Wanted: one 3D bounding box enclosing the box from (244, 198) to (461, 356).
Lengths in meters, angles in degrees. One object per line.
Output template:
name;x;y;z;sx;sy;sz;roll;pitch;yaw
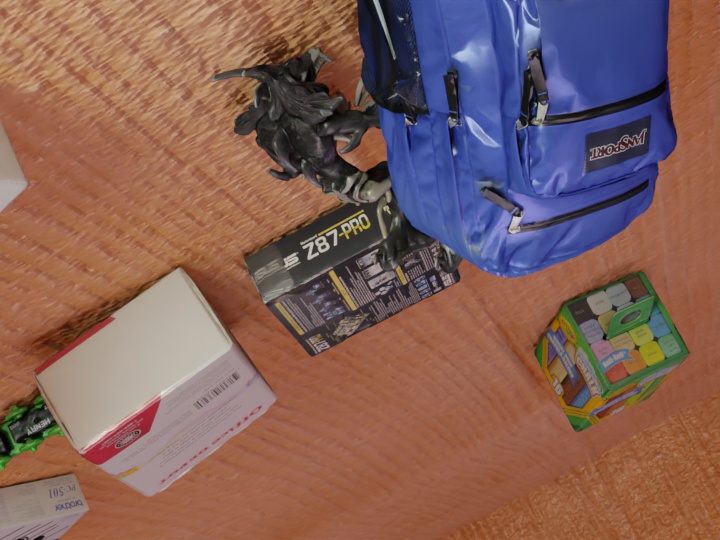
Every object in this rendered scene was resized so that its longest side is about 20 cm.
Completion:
box;0.000;0.000;1.228;0.160;0.049;0.200;-30;161;1

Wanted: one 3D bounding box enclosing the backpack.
backpack;0.091;-0.098;0.811;0.161;0.168;0.203;-15;119;-19

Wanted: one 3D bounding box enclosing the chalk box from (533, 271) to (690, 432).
chalk box;0.316;0.094;1.780;0.123;0.125;0.200;-21;161;-17

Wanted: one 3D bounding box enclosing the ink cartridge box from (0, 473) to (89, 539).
ink cartridge box;-0.371;0.253;1.388;0.199;0.045;0.094;-6;150;-47

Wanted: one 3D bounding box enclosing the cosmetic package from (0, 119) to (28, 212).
cosmetic package;-0.273;-0.049;0.693;0.101;0.072;0.199;-37;159;26

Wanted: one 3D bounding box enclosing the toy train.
toy train;-0.323;0.159;1.222;0.198;0.042;0.056;-29;171;4

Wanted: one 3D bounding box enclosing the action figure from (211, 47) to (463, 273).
action figure;-0.003;-0.086;0.921;0.118;0.103;0.200;-8;138;47

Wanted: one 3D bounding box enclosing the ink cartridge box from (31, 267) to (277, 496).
ink cartridge box;-0.163;0.097;1.177;0.147;0.086;0.200;-36;163;-6
